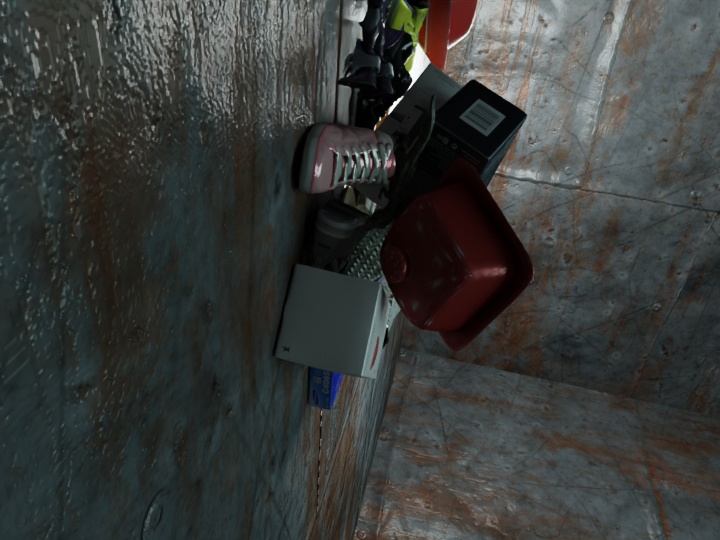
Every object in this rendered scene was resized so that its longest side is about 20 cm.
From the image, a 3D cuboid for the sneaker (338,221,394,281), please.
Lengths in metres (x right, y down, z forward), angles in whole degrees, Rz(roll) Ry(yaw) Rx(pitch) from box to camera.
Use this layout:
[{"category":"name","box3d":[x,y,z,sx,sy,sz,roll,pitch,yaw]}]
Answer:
[{"category":"sneaker","box3d":[-0.001,0.000,0.992,0.201,0.069,0.100,-53,-171,6]}]

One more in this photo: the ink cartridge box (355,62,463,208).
[{"category":"ink cartridge box","box3d":[0.081,-0.214,0.991,0.201,0.084,0.146,-51,172,-12]}]

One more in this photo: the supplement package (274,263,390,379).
[{"category":"supplement package","box3d":[-0.030,0.080,0.831,0.200,0.117,0.124,59,43,-77]}]

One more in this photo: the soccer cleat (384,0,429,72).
[{"category":"soccer cleat","box3d":[0.075,-0.407,0.983,0.201,0.082,0.066,69,31,-53]}]

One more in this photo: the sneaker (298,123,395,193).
[{"category":"sneaker","box3d":[-0.009,-0.142,0.758,0.201,0.102,0.077,-60,163,-65]}]

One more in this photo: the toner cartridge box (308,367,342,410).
[{"category":"toner cartridge box","box3d":[-0.045,0.143,1.071,0.201,0.042,0.097,-68,165,-56]}]

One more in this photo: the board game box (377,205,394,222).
[{"category":"board game box","box3d":[0.066,-0.132,1.120,0.135,0.028,0.204,118,-28,-58]}]

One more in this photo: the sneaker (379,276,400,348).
[{"category":"sneaker","box3d":[0.045,0.069,1.045,0.115,0.074,0.204,171,-60,-81]}]

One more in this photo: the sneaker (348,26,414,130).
[{"category":"sneaker","box3d":[0.036,-0.288,0.940,0.076,0.086,0.204,40,61,-81]}]

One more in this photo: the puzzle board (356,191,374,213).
[{"category":"puzzle board","box3d":[0.024,-0.185,1.234,0.200,0.017,0.154,12,88,-81]}]

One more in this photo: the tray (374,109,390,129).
[{"category":"tray","box3d":[0.030,-0.297,1.070,0.099,0.036,0.203,84,19,-64]}]

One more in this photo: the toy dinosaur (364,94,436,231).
[{"category":"toy dinosaur","box3d":[0.060,-0.149,0.832,0.088,0.047,0.203,-108,-141,-68]}]

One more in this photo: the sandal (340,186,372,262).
[{"category":"sandal","box3d":[0.008,-0.076,1.075,0.213,0.068,0.079,86,17,-60]}]

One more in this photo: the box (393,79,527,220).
[{"category":"box","box3d":[0.146,-0.160,0.919,0.149,0.106,0.202,-46,166,-39]}]

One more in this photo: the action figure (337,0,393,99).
[{"category":"action figure","box3d":[0.019,-0.352,0.833,0.130,0.068,0.205,10,87,-75]}]

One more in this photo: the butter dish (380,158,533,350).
[{"category":"butter dish","box3d":[0.092,-0.012,0.782,0.201,0.146,0.202,-53,-126,43]}]

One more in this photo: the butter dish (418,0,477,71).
[{"category":"butter dish","box3d":[0.147,-0.493,1.035,0.202,0.146,0.201,60,-8,22]}]

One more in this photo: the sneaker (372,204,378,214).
[{"category":"sneaker","box3d":[0.037,-0.064,1.261,0.082,0.076,0.204,-15,122,-62]}]

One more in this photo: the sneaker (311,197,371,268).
[{"category":"sneaker","box3d":[-0.035,-0.054,0.869,0.083,0.074,0.200,-65,170,14]}]
